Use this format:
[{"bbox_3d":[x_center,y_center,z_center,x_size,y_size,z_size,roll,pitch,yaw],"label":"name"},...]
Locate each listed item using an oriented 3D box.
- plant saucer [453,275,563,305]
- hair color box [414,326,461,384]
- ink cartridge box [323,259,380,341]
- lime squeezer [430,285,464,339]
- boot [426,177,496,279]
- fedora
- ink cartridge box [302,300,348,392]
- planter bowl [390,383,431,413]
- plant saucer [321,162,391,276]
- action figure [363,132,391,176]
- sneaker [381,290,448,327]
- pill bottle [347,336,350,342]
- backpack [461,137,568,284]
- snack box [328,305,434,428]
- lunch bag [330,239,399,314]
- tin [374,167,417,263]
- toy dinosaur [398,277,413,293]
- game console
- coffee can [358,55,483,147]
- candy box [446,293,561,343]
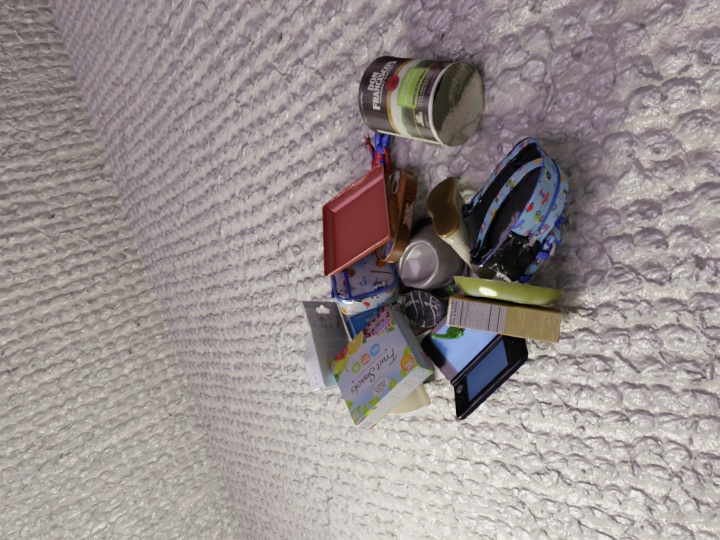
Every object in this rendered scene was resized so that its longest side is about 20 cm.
[{"bbox_3d":[0.262,0.038,1.145,0.198,0.197,0.032,8,88,51],"label":"plant saucer"},{"bbox_3d":[0.189,0.176,1.430,0.199,0.063,0.113,-33,82,53],"label":"hair color box"},{"bbox_3d":[-0.018,0.064,1.573,0.145,0.082,0.204,108,140,-77],"label":"ink cartridge box"},{"bbox_3d":[0.182,0.103,1.252,0.037,0.200,0.072,-11,111,24],"label":"lime squeezer"},{"bbox_3d":[0.204,-0.083,1.250,0.072,0.202,0.154,-36,118,22],"label":"boot"},{"bbox_3d":[0.141,-0.018,1.367,0.199,0.089,0.180,-34,80,55],"label":"fedora"},{"bbox_3d":[-0.084,0.176,1.501,0.047,0.159,0.205,-23,76,25],"label":"ink cartridge box"},{"bbox_3d":[0.064,0.252,1.502,0.200,0.132,0.204,90,154,-87],"label":"planter bowl"},{"bbox_3d":[-0.005,-0.105,1.400,0.198,0.036,0.204,-31,48,34],"label":"plant saucer"},{"bbox_3d":[0.045,-0.275,1.401,0.065,0.051,0.204,33,134,32],"label":"action figure"},{"bbox_3d":[0.135,0.076,1.433,0.198,0.085,0.080,5,101,54],"label":"sneaker"},{"bbox_3d":[-0.044,0.236,1.736,0.198,0.107,0.111,-11,99,55],"label":"pill bottle"},{"bbox_3d":[0.273,-0.107,1.066,0.185,0.132,0.202,-87,23,-53],"label":"backpack"},{"bbox_3d":[0.041,0.210,1.380,0.200,0.067,0.170,-46,48,20],"label":"snack box"},{"bbox_3d":[0.000,0.000,1.441,0.076,0.156,0.203,75,-178,-52],"label":"lunch bag"},{"bbox_3d":[0.075,-0.117,1.372,0.111,0.041,0.205,2,81,63],"label":"tin"},{"bbox_3d":[0.053,0.047,1.548,0.199,0.060,0.108,-28,87,55],"label":"toy dinosaur"},{"bbox_3d":[0.220,0.160,1.271,0.117,0.172,0.201,35,114,-12],"label":"game console"},{"bbox_3d":[0.112,-0.321,1.200,0.198,0.144,0.150,23,126,44],"label":"coffee can"},{"bbox_3d":[0.262,0.084,1.159,0.195,0.115,0.057,7,93,16],"label":"candy box"}]
